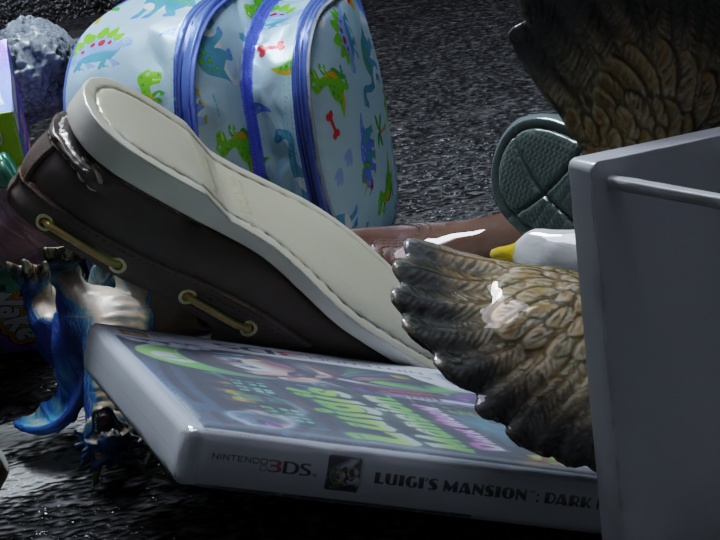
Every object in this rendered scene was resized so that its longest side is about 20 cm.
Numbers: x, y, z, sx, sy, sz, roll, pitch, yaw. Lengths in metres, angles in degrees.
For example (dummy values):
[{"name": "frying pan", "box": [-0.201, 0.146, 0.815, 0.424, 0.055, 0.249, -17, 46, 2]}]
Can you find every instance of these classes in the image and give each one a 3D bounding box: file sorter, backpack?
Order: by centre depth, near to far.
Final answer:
[{"name": "file sorter", "box": [0.188, 0.021, 0.830, 0.199, 0.139, 0.124, -13, 14, -29]}, {"name": "backpack", "box": [-0.069, -0.073, 1.391, 0.146, 0.184, 0.200, -4, 16, 22]}]

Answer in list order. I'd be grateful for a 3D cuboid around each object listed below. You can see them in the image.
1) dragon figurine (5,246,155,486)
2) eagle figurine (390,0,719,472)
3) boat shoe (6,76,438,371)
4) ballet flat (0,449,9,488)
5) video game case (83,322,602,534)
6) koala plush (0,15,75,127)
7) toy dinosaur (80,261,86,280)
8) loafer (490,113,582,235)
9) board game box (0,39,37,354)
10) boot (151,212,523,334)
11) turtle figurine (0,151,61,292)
[{"name": "dragon figurine", "box": [-0.116, 0.043, 1.104, 0.059, 0.100, 0.200, -1, -5, -22]}, {"name": "eagle figurine", "box": [0.107, -0.002, 0.907, 0.151, 0.152, 0.200, -24, -22, 13]}, {"name": "boat shoe", "box": [-0.050, -0.001, 1.041, 0.060, 0.200, 0.072, -45, 31, 20]}, {"name": "ballet flat", "box": [-0.235, 0.083, 0.989, 0.199, 0.072, 0.072, -8, 10, -7]}, {"name": "video game case", "box": [0.003, 0.056, 0.937, 0.181, 0.023, 0.200, 8, 7, -16]}, {"name": "koala plush", "box": [-0.275, -0.131, 1.394, 0.184, 0.177, 0.200, -42, -11, -6]}, {"name": "toy dinosaur", "box": [-0.227, -0.009, 1.450, 0.199, 0.086, 0.135, -21, -6, 21]}, {"name": "loafer", "box": [0.144, -0.008, 1.053, 0.200, 0.072, 0.063, 36, 24, 32]}, {"name": "board game box", "box": [-0.223, -0.026, 1.265, 0.134, 0.045, 0.200, -8, -34, -3]}, {"name": "boot", "box": [0.000, 0.000, 1.153, 0.199, 0.064, 0.186, 3, -12, -26]}, {"name": "turtle figurine", "box": [-0.231, 0.022, 1.175, 0.200, 0.101, 0.150, -30, 8, -3]}]
